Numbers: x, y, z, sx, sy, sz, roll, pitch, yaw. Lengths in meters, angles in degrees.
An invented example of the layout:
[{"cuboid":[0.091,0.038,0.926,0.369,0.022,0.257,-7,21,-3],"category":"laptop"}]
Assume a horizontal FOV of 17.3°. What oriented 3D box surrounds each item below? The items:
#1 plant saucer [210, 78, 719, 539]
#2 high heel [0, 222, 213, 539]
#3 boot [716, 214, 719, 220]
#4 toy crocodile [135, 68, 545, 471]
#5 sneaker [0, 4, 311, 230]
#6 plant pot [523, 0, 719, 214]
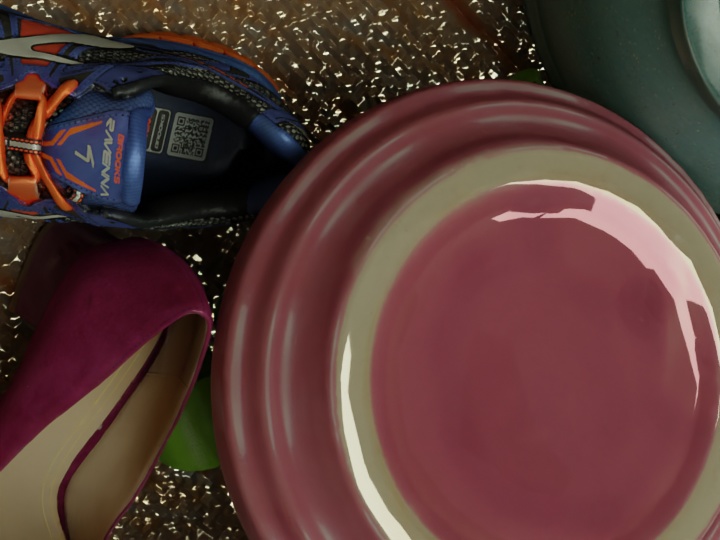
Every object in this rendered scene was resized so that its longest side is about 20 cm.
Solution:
[{"cuboid":[0.051,0.037,0.775,0.199,0.051,0.203,1,86,-22],"category":"plant saucer"},{"cuboid":[-0.103,0.084,0.793,0.067,0.096,0.202,5,103,-32],"category":"high heel"},{"cuboid":[0.236,0.022,0.941,0.202,0.154,0.074,11,100,-32],"category":"boot"},{"cuboid":[0.000,0.000,0.856,0.200,0.062,0.068,-44,122,-17],"category":"toy crocodile"},{"cuboid":[-0.100,-0.049,0.762,0.199,0.078,0.076,-2,106,-30],"category":"sneaker"},{"cuboid":[0.158,-0.105,0.818,0.198,0.134,0.202,0,102,0],"category":"plant pot"}]
